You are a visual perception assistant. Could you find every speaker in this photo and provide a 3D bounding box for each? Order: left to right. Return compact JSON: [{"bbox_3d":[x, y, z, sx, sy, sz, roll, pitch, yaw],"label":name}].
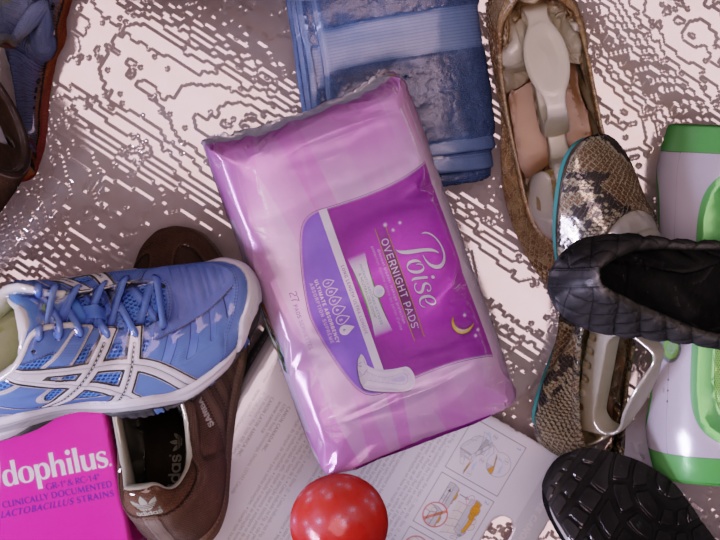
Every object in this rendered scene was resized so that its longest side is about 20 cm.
[{"bbox_3d":[0.207,0.018,1.484,0.088,0.088,0.202,2,94,2],"label":"speaker"}]

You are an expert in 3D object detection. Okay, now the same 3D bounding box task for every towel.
[{"bbox_3d":[0.014,-0.145,1.499,0.111,0.049,0.201,-8,93,2],"label":"towel"}]

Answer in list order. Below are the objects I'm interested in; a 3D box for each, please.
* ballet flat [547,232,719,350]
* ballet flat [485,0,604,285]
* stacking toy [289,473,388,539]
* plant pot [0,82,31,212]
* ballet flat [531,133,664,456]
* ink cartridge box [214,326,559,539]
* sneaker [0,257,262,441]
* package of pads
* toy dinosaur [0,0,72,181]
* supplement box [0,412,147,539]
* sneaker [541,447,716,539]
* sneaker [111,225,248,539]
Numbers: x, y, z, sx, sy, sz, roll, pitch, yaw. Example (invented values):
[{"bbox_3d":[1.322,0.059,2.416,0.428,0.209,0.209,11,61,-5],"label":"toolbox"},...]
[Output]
[{"bbox_3d":[0.195,0.014,1.404,0.199,0.057,0.067,0,93,-22],"label":"ballet flat"},{"bbox_3d":[0.110,-0.075,1.491,0.070,0.065,0.201,-15,93,1],"label":"ballet flat"},{"bbox_3d":[0.011,0.204,1.438,0.085,0.085,0.201,-17,104,3],"label":"stacking toy"},{"bbox_3d":[-0.286,-0.040,1.425,0.199,0.187,0.188,-32,92,18],"label":"plant pot"},{"bbox_3d":[0.143,0.024,1.464,0.068,0.075,0.201,-17,124,-37],"label":"ballet flat"},{"bbox_3d":[0.004,0.128,1.528,0.199,0.050,0.163,30,94,-14],"label":"ink cartridge box"},{"bbox_3d":[-0.148,0.039,1.394,0.199,0.077,0.076,-20,63,0],"label":"sneaker"},{"bbox_3d":[0.000,0.000,1.448,0.120,0.076,0.201,-21,98,-5],"label":"package of pads"},{"bbox_3d":[-0.183,-0.150,1.490,0.199,0.105,0.182,-21,111,-7],"label":"toy dinosaur"},{"bbox_3d":[-0.181,0.118,1.497,0.100,0.103,0.201,-11,91,3],"label":"supplement box"},{"bbox_3d":[0.175,0.183,1.490,0.200,0.088,0.076,38,66,-4],"label":"sneaker"},{"bbox_3d":[-0.105,0.055,1.463,0.070,0.076,0.201,-12,62,13],"label":"sneaker"}]
